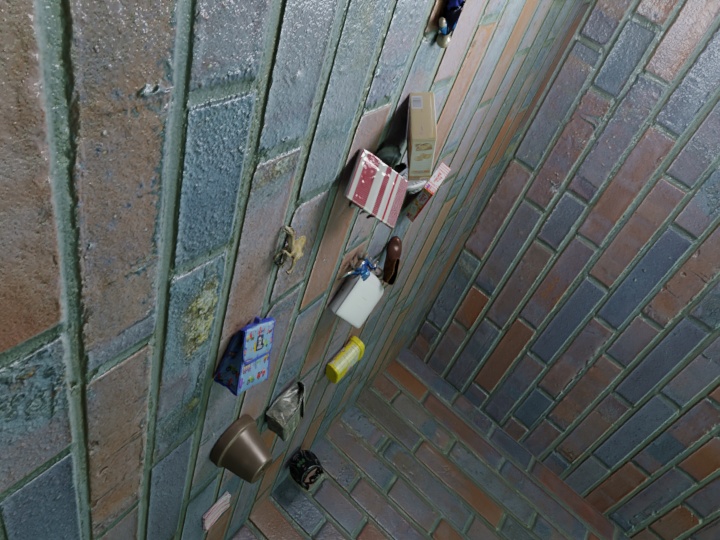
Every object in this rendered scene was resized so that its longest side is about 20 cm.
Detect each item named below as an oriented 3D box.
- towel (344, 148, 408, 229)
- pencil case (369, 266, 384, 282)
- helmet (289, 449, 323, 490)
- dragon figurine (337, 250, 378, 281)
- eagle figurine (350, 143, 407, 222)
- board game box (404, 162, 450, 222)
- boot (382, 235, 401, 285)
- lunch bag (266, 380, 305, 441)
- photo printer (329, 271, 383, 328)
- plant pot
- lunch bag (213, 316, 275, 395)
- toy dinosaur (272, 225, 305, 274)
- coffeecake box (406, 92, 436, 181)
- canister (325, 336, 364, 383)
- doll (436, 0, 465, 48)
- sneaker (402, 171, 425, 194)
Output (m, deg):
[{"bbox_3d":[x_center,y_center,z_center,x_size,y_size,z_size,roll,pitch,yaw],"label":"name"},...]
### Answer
[{"bbox_3d":[0.046,-0.223,1.488,0.197,0.022,0.149,28,77,-39],"label":"towel"},{"bbox_3d":[0.032,0.062,2.177,0.203,0.086,0.080,107,-3,-49],"label":"pencil case"},{"bbox_3d":[-0.320,1.135,3.115,0.195,0.189,0.208,-15,116,-32],"label":"helmet"},{"bbox_3d":[0.000,0.000,1.923,0.201,0.057,0.102,-51,137,-37],"label":"dragon figurine"},{"bbox_3d":[0.065,-0.254,1.607,0.150,0.147,0.208,-3,-104,59],"label":"eagle figurine"},{"bbox_3d":[0.252,-0.295,2.047,0.153,0.046,0.201,-53,179,-29],"label":"board game box"},{"bbox_3d":[0.125,-0.043,2.105,0.200,0.066,0.194,-161,-87,-88],"label":"boot"},{"bbox_3d":[-0.285,0.564,2.205,0.201,0.115,0.166,-51,164,-32],"label":"lunch bag"},{"bbox_3d":[-0.008,0.099,2.041,0.165,0.069,0.203,37,90,-42],"label":"photo printer"},{"bbox_3d":[-0.407,0.652,1.920,0.201,0.173,0.202,-46,162,-19],"label":"plant pot"},{"bbox_3d":[-0.312,0.221,1.525,0.149,0.092,0.207,-17,128,-63],"label":"lunch bag"},{"bbox_3d":[-0.173,-0.043,1.407,0.102,0.057,0.201,-52,164,-12],"label":"toy dinosaur"},{"bbox_3d":[0.174,-0.381,1.563,0.201,0.070,0.159,86,4,-66],"label":"coffeecake box"},{"bbox_3d":[-0.076,0.430,2.587,0.199,0.086,0.151,-43,161,-31],"label":"canister"},{"bbox_3d":[0.234,-0.656,1.366,0.138,0.048,0.202,-55,173,-35],"label":"doll"},{"bbox_3d":[0.191,-0.300,1.907,0.199,0.074,0.084,-30,151,-57],"label":"sneaker"}]
